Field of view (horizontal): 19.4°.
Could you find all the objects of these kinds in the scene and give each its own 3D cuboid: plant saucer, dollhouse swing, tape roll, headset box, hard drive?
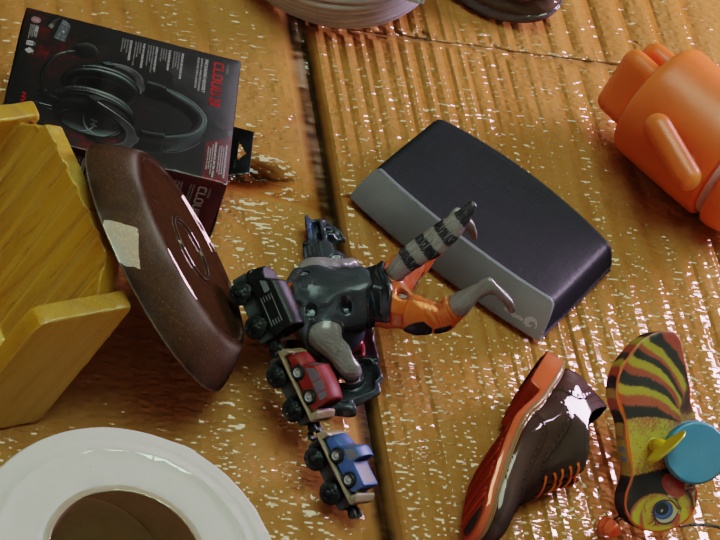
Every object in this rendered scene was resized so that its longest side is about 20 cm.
[{"bbox_3d":[-0.134,-0.009,1.519,0.034,0.200,0.201,-26,54,7],"label":"plant saucer"},{"bbox_3d":[-0.302,-0.007,1.461,0.176,0.182,0.200,8,43,-44],"label":"dollhouse swing"},{"bbox_3d":[-0.158,0.200,1.340,0.202,0.071,0.203,12,46,-13],"label":"tape roll"},{"bbox_3d":[-0.184,-0.112,1.663,0.200,0.077,0.149,13,45,-9],"label":"headset box"},{"bbox_3d":[0.105,-0.041,1.744,0.200,0.042,0.135,38,46,13],"label":"hard drive"}]

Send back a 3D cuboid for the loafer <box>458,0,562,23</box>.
[{"bbox_3d":[0.100,-0.298,1.960,0.200,0.071,0.073,26,45,2],"label":"loafer"}]

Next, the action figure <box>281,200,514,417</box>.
[{"bbox_3d":[0.000,0.000,1.606,0.193,0.105,0.200,-19,49,-2],"label":"action figure"}]

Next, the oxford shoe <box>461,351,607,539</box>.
[{"bbox_3d":[0.134,0.140,1.571,0.072,0.071,0.200,32,44,1],"label":"oxford shoe"}]

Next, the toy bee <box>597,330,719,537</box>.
[{"bbox_3d":[0.221,0.151,1.572,0.109,0.131,0.200,-21,68,-8],"label":"toy bee"}]

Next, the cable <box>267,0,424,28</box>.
[{"bbox_3d":[-0.014,-0.311,1.888,0.199,0.069,0.200,7,60,4],"label":"cable"}]

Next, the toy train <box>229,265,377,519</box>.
[{"bbox_3d":[-0.037,0.086,1.531,0.034,0.046,0.200,7,55,-65],"label":"toy train"}]

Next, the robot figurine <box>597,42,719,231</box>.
[{"bbox_3d":[0.302,-0.112,1.844,0.200,0.144,0.117,43,86,18],"label":"robot figurine"}]
